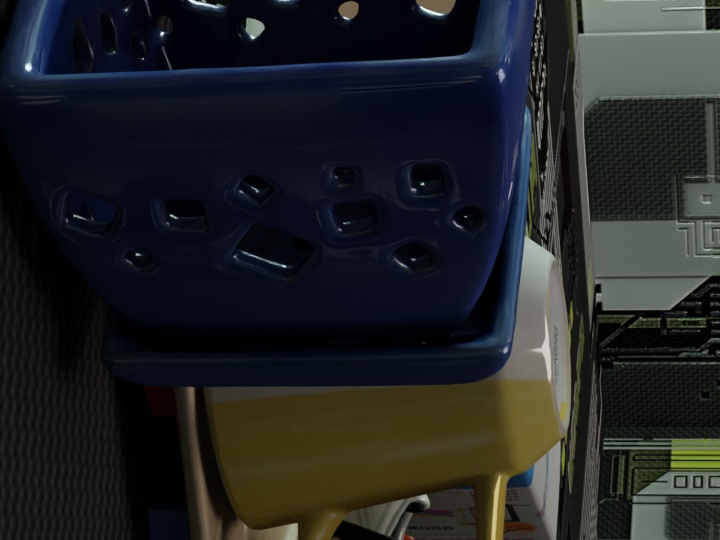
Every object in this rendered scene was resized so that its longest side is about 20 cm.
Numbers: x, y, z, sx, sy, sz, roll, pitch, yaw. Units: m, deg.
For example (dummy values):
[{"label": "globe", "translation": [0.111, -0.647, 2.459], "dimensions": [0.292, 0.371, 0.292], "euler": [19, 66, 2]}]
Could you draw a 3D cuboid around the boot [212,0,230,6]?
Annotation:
[{"label": "boot", "translation": [-0.057, -0.208, 1.306], "dimensions": [0.200, 0.068, 0.190], "euler": [83, 2, -79]}]

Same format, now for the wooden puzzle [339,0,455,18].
[{"label": "wooden puzzle", "translation": [0.019, -0.152, 1.298], "dimensions": [0.184, 0.037, 0.202], "euler": [-9, 114, -55]}]

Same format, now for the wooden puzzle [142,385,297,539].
[{"label": "wooden puzzle", "translation": [-0.072, 0.064, 1.191], "dimensions": [0.185, 0.046, 0.202], "euler": [-69, 152, -66]}]

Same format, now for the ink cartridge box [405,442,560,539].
[{"label": "ink cartridge box", "translation": [0.048, 0.084, 1.575], "dimensions": [0.200, 0.146, 0.146], "euler": [63, 28, -68]}]

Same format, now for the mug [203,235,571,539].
[{"label": "mug", "translation": [0.020, 0.057, 1.153], "dimensions": [0.150, 0.152, 0.188], "euler": [-68, 151, -67]}]

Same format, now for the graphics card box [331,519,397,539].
[{"label": "graphics card box", "translation": [-0.019, 0.235, 1.210], "dimensions": [0.201, 0.051, 0.126], "euler": [-64, 150, -16]}]

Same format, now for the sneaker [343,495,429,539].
[{"label": "sneaker", "translation": [-0.002, 0.095, 1.335], "dimensions": [0.075, 0.080, 0.202], "euler": [12, 73, -70]}]

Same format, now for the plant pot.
[{"label": "plant pot", "translation": [-0.023, -0.062, 1.015], "dimensions": [0.201, 0.198, 0.181], "euler": [-82, 168, -49]}]

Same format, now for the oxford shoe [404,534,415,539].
[{"label": "oxford shoe", "translation": [-0.023, 0.147, 1.437], "dimensions": [0.071, 0.072, 0.201], "euler": [-54, 133, -34]}]
